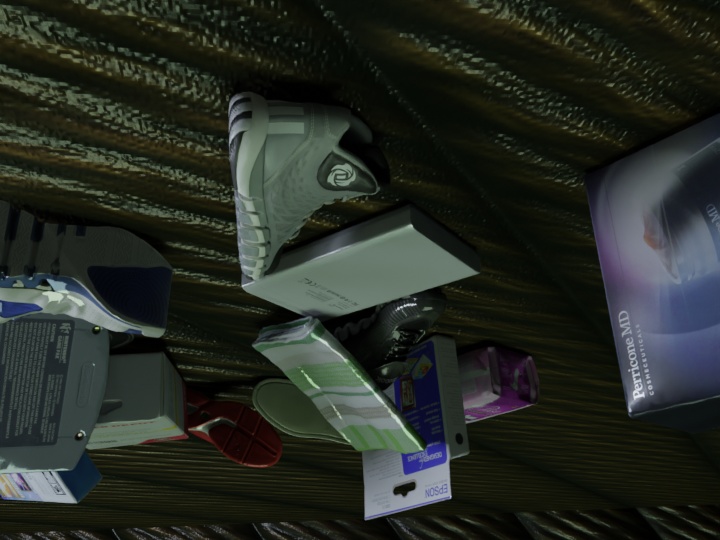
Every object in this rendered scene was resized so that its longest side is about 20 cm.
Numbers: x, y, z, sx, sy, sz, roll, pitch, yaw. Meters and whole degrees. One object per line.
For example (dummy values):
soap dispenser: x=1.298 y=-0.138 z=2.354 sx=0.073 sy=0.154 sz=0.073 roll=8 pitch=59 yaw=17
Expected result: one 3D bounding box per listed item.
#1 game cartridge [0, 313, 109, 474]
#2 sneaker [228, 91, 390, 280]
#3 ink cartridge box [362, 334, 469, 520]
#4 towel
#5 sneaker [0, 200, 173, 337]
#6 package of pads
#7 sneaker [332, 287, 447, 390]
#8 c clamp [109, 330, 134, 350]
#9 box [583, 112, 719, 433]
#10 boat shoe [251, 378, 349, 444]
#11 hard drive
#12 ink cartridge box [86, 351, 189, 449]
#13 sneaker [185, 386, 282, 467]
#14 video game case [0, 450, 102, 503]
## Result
game cartridge: x=-0.322 y=0.106 z=0.765 sx=0.131 sy=0.204 sz=0.041 roll=7 pitch=-164 yaw=-28
sneaker: x=-0.036 y=-0.052 z=0.570 sx=0.113 sy=0.076 sz=0.201 roll=-3 pitch=155 yaw=-7
ink cartridge box: x=0.064 y=0.212 z=1.009 sx=0.043 sy=0.204 sz=0.197 roll=12 pitch=153 yaw=-30
towel: x=-0.028 y=0.139 z=0.877 sx=0.201 sy=0.031 sz=0.148 roll=50 pitch=151 yaw=-15
sneaker: x=-0.272 y=0.006 z=0.675 sx=0.197 sy=0.082 sz=0.114 roll=21 pitch=151 yaw=-30
package of pads: x=0.141 y=0.171 z=1.085 sx=0.119 sy=0.077 sz=0.198 roll=16 pitch=150 yaw=-43
sneaker: x=0.034 y=0.084 z=0.857 sx=0.065 sy=0.092 sz=0.199 roll=11 pitch=152 yaw=-31
c clamp: x=-0.353 y=0.072 z=0.871 sx=0.198 sy=0.028 sz=0.169 roll=-25 pitch=153 yaw=37
box: x=0.289 y=-0.003 z=0.559 sx=0.122 sy=0.204 sz=0.197 roll=17 pitch=149 yaw=-40
boat shoe: x=-0.080 y=0.211 z=1.150 sx=0.196 sy=0.076 sz=0.066 roll=18 pitch=168 yaw=-25
hard drive: x=0.000 y=0.000 z=0.746 sx=0.197 sy=0.027 sz=0.131 roll=-18 pitch=152 yaw=32
ink cartridge box: x=-0.307 y=0.171 z=0.992 sx=0.142 sy=0.085 sz=0.200 roll=-4 pitch=161 yaw=-6
sneaker: x=-0.200 y=0.230 z=1.146 sx=0.197 sy=0.079 sz=0.116 roll=28 pitch=169 yaw=7
video game case: x=-0.404 y=0.171 z=0.872 sx=0.179 sy=0.045 sz=0.203 roll=-12 pitch=112 yaw=39
